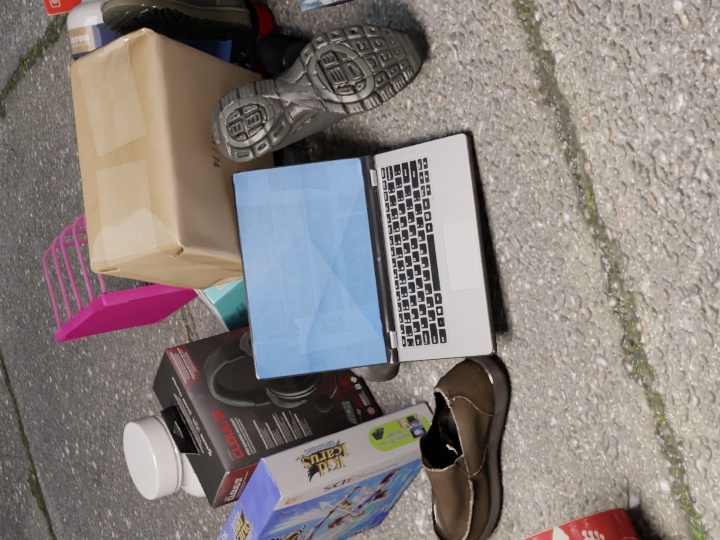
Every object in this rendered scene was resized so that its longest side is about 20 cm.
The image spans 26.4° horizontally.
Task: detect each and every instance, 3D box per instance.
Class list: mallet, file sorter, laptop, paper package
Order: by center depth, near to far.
[{"bbox_3d":[0.001,-0.009,1.322,0.199,0.115,0.189,-9,88,51],"label":"laptop"},{"bbox_3d":[-0.163,-0.095,1.404,0.103,0.190,0.202,-14,78,28],"label":"paper package"},{"bbox_3d":[-0.075,-0.129,1.488,0.066,0.041,0.202,14,103,58],"label":"mallet"},{"bbox_3d":[-0.288,-0.006,1.840,0.200,0.138,0.126,-29,74,59],"label":"file sorter"}]

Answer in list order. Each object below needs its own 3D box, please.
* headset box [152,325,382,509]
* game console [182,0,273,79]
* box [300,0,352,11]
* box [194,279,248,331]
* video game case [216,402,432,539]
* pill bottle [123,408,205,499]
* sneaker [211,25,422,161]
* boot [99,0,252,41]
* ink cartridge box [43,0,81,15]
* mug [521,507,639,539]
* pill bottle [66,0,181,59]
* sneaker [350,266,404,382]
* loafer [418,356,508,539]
[{"bbox_3d":[-0.101,0.135,1.520,0.149,0.199,0.077,60,147,27],"label":"headset box"},{"bbox_3d":[-0.165,-0.191,1.584,0.199,0.031,0.178,12,92,50],"label":"game console"},{"bbox_3d":[-0.002,-0.306,1.319,0.200,0.040,0.138,2,105,59],"label":"box"},{"bbox_3d":[-0.145,0.011,1.589,0.082,0.049,0.200,50,173,12],"label":"box"},{"bbox_3d":[-0.035,0.215,1.461,0.046,0.180,0.200,60,147,23],"label":"video game case"},{"bbox_3d":[-0.141,0.171,1.603,0.111,0.199,0.112,31,128,50],"label":"pill bottle"},{"bbox_3d":[-0.034,-0.160,1.343,0.199,0.091,0.076,-19,91,21],"label":"sneaker"},{"bbox_3d":[-0.190,-0.324,1.478,0.072,0.181,0.201,-19,79,40],"label":"boot"},{"bbox_3d":[-0.268,-0.378,1.604,0.043,0.173,0.201,-26,81,60],"label":"ink cartridge box"},{"bbox_3d":[0.209,0.287,1.175,0.133,0.177,0.201,50,-161,-71],"label":"mug"},{"bbox_3d":[-0.232,-0.214,1.535,0.111,0.110,0.202,3,103,59],"label":"pill bottle"},{"bbox_3d":[0.000,0.000,1.434,0.201,0.076,0.091,59,137,14],"label":"sneaker"},{"bbox_3d":[0.079,0.165,1.356,0.073,0.071,0.201,35,131,48],"label":"loafer"}]
